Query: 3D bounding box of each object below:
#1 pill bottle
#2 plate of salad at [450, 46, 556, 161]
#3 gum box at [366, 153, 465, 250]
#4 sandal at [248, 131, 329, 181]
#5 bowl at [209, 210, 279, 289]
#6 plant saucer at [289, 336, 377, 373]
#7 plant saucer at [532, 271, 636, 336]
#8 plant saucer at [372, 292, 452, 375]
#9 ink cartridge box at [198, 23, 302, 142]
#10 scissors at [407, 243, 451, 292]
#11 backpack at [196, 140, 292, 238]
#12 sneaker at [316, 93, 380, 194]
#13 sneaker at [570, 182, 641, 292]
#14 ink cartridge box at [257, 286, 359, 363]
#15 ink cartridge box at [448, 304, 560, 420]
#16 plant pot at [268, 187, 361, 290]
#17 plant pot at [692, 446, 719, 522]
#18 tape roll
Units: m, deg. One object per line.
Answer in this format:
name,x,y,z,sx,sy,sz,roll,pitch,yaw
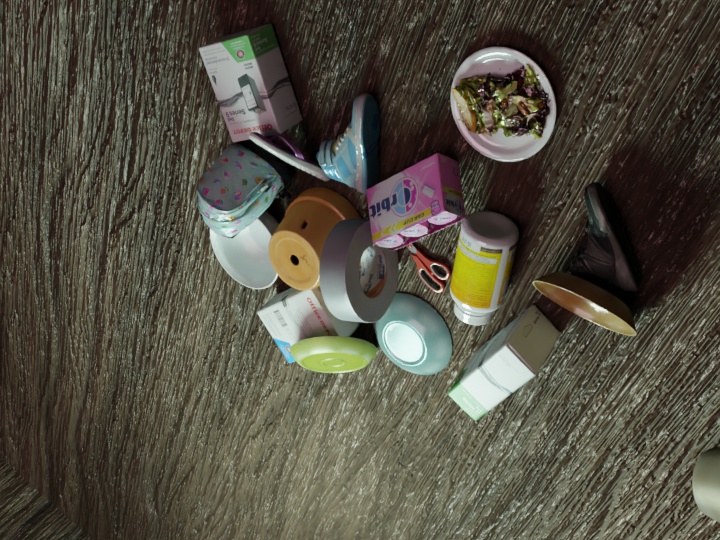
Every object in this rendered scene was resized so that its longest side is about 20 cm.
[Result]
pill bottle,0.227,0.000,1.609,0.107,0.109,0.204,23,129,22
plate of salad,0.238,-0.278,1.470,0.196,0.048,0.204,19,126,27
gum box,0.098,-0.124,1.617,0.198,0.065,0.116,-23,65,41
sandal,-0.138,-0.241,1.720,0.082,0.200,0.051,30,93,52
bowl,-0.236,-0.069,1.927,0.197,0.090,0.205,18,127,26
plant saucer,-0.060,0.192,1.909,0.198,0.197,0.032,-23,58,42
plant saucer,0.397,0.051,1.501,0.197,0.036,0.200,29,176,2
plant saucer,0.102,0.147,1.845,0.197,0.039,0.205,19,128,26
ink cartridge box,-0.219,-0.373,1.727,0.143,0.084,0.204,-2,116,38
scissors,0.104,-0.038,1.744,0.199,0.014,0.073,43,136,5
backpack,-0.257,-0.174,1.790,0.165,0.201,0.127,32,158,20
sneaker,-0.031,-0.252,1.667,0.128,0.079,0.204,18,126,25
sneaker,0.398,-0.048,1.474,0.112,0.076,0.202,-12,115,34
ink cartridge box,-0.119,0.109,1.954,0.198,0.084,0.148,-22,104,42
ink cartridge box,0.277,0.178,1.658,0.083,0.147,0.200,43,135,2
plant pot,-0.102,-0.053,1.803,0.197,0.140,0.204,19,127,27
plant pot,0.675,0.373,1.472,0.172,0.199,0.203,-5,116,56
tape roll,0.000,0.000,1.717,0.065,0.200,0.205,2,119,34
